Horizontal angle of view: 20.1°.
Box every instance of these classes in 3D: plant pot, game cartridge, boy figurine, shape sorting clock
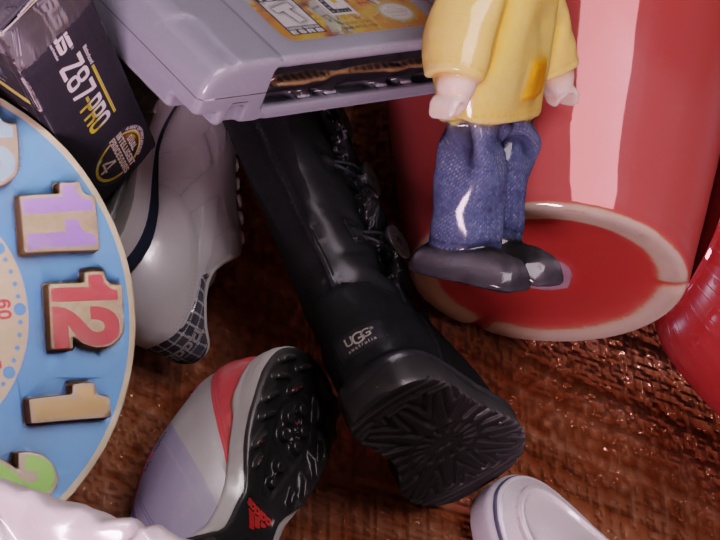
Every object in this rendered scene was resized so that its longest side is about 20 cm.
[{"bbox_3d":[0.100,-0.073,1.052,0.199,0.200,0.179,18,60,-22],"label":"plant pot"},{"bbox_3d":[-0.037,-0.125,0.931,0.199,0.042,0.133,-13,52,-44],"label":"game cartridge"},{"bbox_3d":[0.069,-0.095,0.904,0.064,0.202,0.124,12,7,30],"label":"boy figurine"},{"bbox_3d":[-0.182,0.019,0.799,0.199,0.039,0.202,5,81,-30],"label":"shape sorting clock"}]

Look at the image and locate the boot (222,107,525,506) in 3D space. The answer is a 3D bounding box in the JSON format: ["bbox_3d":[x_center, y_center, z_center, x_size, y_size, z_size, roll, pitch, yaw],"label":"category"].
[{"bbox_3d":[0.000,0.000,0.967,0.201,0.065,0.165,63,4,28],"label":"boot"}]

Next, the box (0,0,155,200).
[{"bbox_3d":[-0.187,-0.128,0.874,0.200,0.161,0.049,37,77,20],"label":"box"}]

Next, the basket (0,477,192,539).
[{"bbox_3d":[-0.076,0.206,0.666,0.199,0.161,0.199,16,58,11],"label":"basket"}]

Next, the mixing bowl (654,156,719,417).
[{"bbox_3d":[0.221,-0.002,1.069,0.108,0.201,0.201,23,47,-8],"label":"mixing bowl"}]

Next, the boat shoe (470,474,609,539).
[{"bbox_3d":[0.134,0.171,0.965,0.200,0.065,0.073,49,45,7],"label":"boat shoe"}]

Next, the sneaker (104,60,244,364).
[{"bbox_3d":[-0.090,-0.045,0.982,0.080,0.076,0.201,41,42,-27],"label":"sneaker"}]

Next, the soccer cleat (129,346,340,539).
[{"bbox_3d":[-0.074,0.118,0.866,0.068,0.073,0.201,50,45,-28],"label":"soccer cleat"}]
